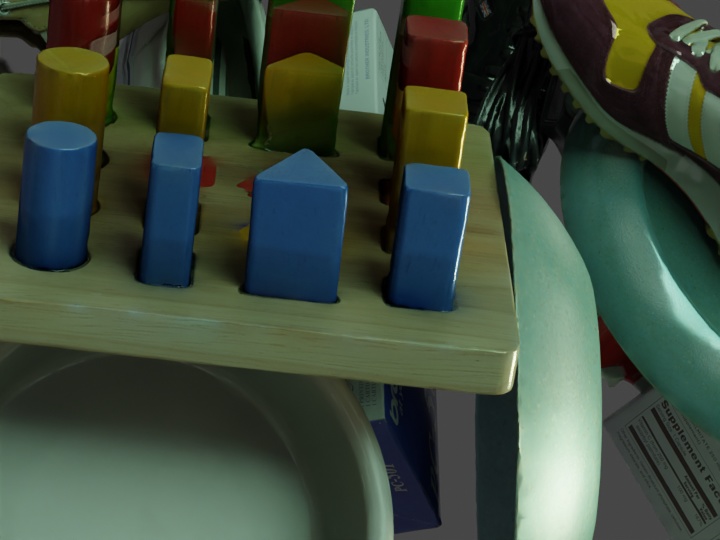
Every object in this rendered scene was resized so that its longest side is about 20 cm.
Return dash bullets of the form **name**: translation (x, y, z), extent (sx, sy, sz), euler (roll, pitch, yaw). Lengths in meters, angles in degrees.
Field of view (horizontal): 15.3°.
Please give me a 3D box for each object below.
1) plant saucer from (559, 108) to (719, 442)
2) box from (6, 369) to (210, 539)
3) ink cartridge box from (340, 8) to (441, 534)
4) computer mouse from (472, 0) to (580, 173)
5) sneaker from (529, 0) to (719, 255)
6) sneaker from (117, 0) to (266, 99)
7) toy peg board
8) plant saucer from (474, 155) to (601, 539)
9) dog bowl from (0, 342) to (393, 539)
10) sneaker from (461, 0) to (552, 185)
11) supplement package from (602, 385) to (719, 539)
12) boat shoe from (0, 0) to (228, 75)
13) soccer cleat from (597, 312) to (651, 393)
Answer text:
- **plant saucer**: translation (0.172, -0.007, 1.131), extent (0.199, 0.027, 0.201), euler (20, 50, -25)
- **box**: translation (-0.111, 0.048, 1.033), extent (0.200, 0.050, 0.075), euler (45, 46, -2)
- **ink cartridge box**: translation (0.000, 0.000, 1.114), extent (0.094, 0.044, 0.201), euler (64, 21, -54)
- **computer mouse**: translation (0.103, -0.056, 1.192), extent (0.046, 0.200, 0.141), euler (16, 72, 22)
- **sneaker**: translation (0.157, -0.068, 1.079), extent (0.200, 0.090, 0.075), euler (47, 43, 1)
- **sneaker**: translation (-0.068, -0.038, 1.106), extent (0.073, 0.071, 0.201), euler (12, 55, -29)
- **toy peg board**: translation (-0.042, -0.054, 0.969), extent (0.199, 0.098, 0.199), euler (6, 25, -3)
- **plant saucer**: translation (0.070, 0.056, 1.058), extent (0.038, 0.201, 0.202), euler (1, 56, -2)
- **dog bowl**: translation (-0.078, 0.094, 0.964), extent (0.199, 0.059, 0.202), euler (3, 77, -12)
- **sneaker**: translation (0.067, -0.101, 1.232), extent (0.075, 0.088, 0.201), euler (26, 50, -19)
- **supplement package**: translation (0.237, 0.108, 1.200), extent (0.155, 0.111, 0.201), euler (-19, 74, -42)
- **boat shoe**: translation (-0.122, -0.110, 1.094), extent (0.199, 0.072, 0.077), euler (-1, 84, -2)
- **soccer cleat**: translation (0.148, -0.004, 1.247), extent (0.199, 0.069, 0.085), euler (-19, 65, -45)
